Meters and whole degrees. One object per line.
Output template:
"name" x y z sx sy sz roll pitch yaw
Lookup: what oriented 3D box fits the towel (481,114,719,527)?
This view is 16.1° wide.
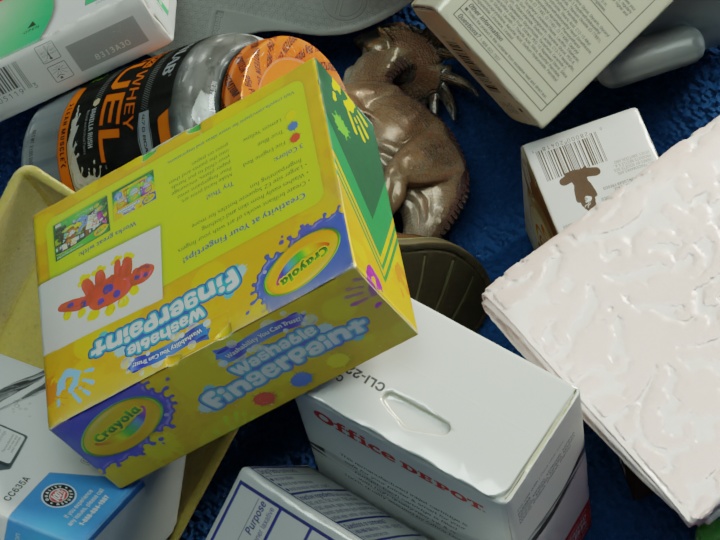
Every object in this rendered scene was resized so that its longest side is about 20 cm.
"towel" 0.202 0.024 1.455 0.200 0.032 0.191 -36 66 -11

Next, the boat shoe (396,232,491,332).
"boat shoe" 0.000 0.000 1.548 0.068 0.200 0.072 27 98 41

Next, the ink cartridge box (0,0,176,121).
"ink cartridge box" -0.196 -0.185 1.662 0.160 0.050 0.200 -23 36 16

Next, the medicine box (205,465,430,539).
"medicine box" -0.011 0.235 1.428 0.200 0.103 0.183 30 98 21

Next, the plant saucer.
"plant saucer" -0.163 0.067 1.555 0.200 0.048 0.200 31 103 11

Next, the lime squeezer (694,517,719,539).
"lime squeezer" 0.244 0.151 1.509 0.071 0.038 0.200 32 71 21

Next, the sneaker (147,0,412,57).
"sneaker" -0.053 -0.200 1.686 0.199 0.071 0.099 -11 30 8

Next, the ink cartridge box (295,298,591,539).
"ink cartridge box" 0.051 0.107 1.465 0.144 0.200 0.084 28 70 19

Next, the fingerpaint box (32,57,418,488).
"fingerpaint box" -0.079 0.002 1.417 0.200 0.073 0.167 -28 44 17

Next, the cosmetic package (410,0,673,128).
"cosmetic package" 0.139 -0.192 1.541 0.200 0.073 0.104 -44 103 -4

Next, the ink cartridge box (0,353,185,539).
"ink cartridge box" -0.220 0.121 1.468 0.199 0.086 0.146 20 31 13

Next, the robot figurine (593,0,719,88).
"robot figurine" 0.166 -0.185 1.644 0.199 0.113 0.170 -15 45 0

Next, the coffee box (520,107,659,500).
"coffee box" 0.167 0.020 1.542 0.079 0.114 0.201 -18 64 -3

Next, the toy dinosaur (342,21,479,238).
"toy dinosaur" 0.030 -0.084 1.635 0.135 0.086 0.201 -17 72 -23

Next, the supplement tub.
"supplement tub" -0.107 -0.075 1.575 0.200 0.122 0.123 -15 55 42
